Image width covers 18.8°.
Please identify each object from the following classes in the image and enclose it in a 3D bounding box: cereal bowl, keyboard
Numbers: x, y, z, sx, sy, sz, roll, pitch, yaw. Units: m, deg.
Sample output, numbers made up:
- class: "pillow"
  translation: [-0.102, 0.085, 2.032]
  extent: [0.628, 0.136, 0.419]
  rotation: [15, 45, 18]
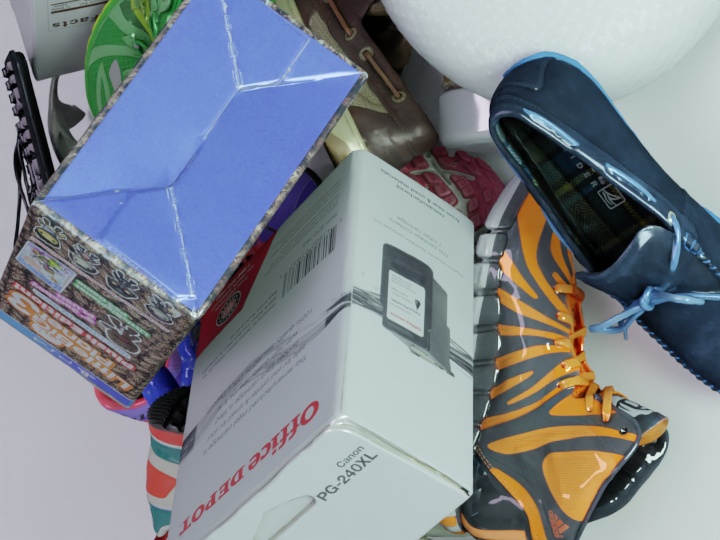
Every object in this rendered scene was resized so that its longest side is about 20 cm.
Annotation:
- class: "cereal bowl"
  translation: [0.091, -0.184, 1.085]
  extent: [0.198, 0.083, 0.202]
  rotation: [-1, 86, 14]
- class: "keyboard"
  translation: [-0.200, -0.032, 1.347]
  extent: [0.104, 0.039, 0.202]
  rotation: [177, 79, -83]

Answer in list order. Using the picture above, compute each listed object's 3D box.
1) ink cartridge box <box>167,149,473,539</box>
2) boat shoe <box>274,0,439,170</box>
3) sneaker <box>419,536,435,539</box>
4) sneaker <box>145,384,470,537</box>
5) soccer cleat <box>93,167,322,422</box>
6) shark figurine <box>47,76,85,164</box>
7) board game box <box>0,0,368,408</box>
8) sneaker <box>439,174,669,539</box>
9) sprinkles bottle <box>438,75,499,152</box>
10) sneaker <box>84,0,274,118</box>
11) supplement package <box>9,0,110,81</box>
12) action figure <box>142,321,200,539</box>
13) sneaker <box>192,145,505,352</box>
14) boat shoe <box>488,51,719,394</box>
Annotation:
- class: "ink cartridge box"
  translation: [-0.018, 0.062, 1.085]
  extent: [0.145, 0.083, 0.201]
  rotation: [-44, 27, 33]
- class: "boat shoe"
  translation: [0.000, -0.127, 1.232]
  extent: [0.072, 0.072, 0.201]
  rotation: [-25, 42, 7]
- class: "sneaker"
  translation: [0.033, 0.216, 1.181]
  extent: [0.115, 0.076, 0.201]
  rotation: [23, 142, 4]
- class: "sneaker"
  translation: [-0.026, 0.129, 1.209]
  extent: [0.198, 0.070, 0.094]
  rotation: [12, 114, 4]
- class: "soccer cleat"
  translation: [-0.087, 0.019, 1.310]
  extent: [0.200, 0.073, 0.068]
  rotation: [-53, 55, 29]
- class: "shark figurine"
  translation: [-0.134, -0.058, 1.364]
  extent: [0.213, 0.090, 0.129]
  rotation: [13, 63, 36]
- class: "board game box"
  translation: [-0.100, -0.038, 1.129]
  extent: [0.160, 0.097, 0.200]
  rotation: [-56, 4, -21]
- class: "sneaker"
  translation: [0.111, 0.048, 1.126]
  extent: [0.111, 0.077, 0.202]
  rotation: [9, 87, 28]
- class: "sprinkles bottle"
  translation: [0.074, -0.166, 1.166]
  extent: [0.068, 0.068, 0.202]
  rotation: [-5, 84, 44]
- class: "sneaker"
  translation: [-0.104, -0.136, 1.244]
  extent: [0.200, 0.074, 0.084]
  rotation: [-50, 26, 40]
- class: "supplement package"
  translation: [-0.155, -0.223, 1.297]
  extent: [0.200, 0.119, 0.122]
  rotation: [107, 146, -65]
- class: "action figure"
  translation: [-0.107, 0.096, 1.267]
  extent: [0.065, 0.099, 0.201]
  rotation: [-13, 117, 19]
- class: "sneaker"
  translation: [0.000, 0.000, 1.230]
  extent: [0.199, 0.075, 0.081]
  rotation: [-31, 51, 23]
- class: "boat shoe"
  translation: [0.125, -0.009, 1.053]
  extent: [0.200, 0.069, 0.084]
  rotation: [45, 128, -1]
